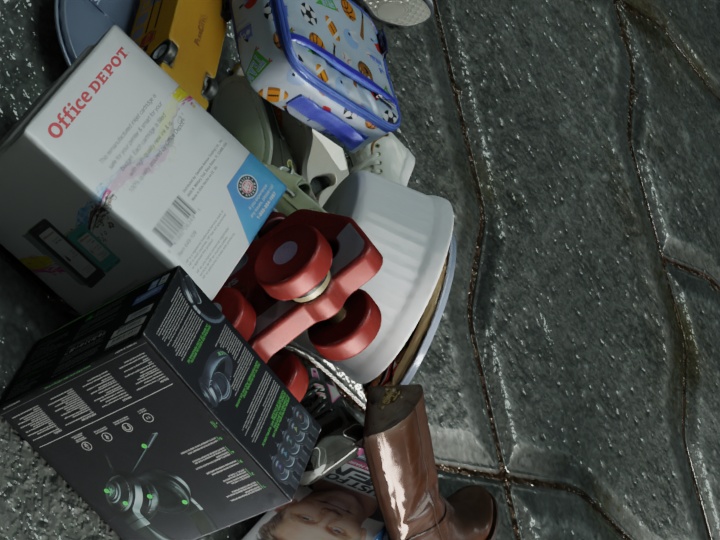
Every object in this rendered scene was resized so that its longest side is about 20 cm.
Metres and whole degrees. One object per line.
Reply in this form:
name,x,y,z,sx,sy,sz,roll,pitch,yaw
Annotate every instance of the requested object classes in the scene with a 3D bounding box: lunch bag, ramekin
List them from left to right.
lunch bag,-0.039,-0.203,1.621,0.200,0.075,0.161,26,42,-49
ramekin,0.000,0.000,1.646,0.097,0.201,0.201,27,43,-13

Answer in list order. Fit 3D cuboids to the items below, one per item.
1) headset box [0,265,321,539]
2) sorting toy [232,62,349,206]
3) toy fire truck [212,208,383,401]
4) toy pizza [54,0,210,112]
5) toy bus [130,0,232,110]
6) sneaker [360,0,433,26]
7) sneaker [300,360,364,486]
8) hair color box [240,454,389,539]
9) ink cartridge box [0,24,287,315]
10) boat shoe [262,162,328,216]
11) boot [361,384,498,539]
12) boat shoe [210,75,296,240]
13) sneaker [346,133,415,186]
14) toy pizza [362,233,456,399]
headset box,-0.155,0.123,1.352,0.200,0.174,0.093,50,35,-21
sorting toy,-0.061,-0.135,1.757,0.181,0.106,0.200,64,21,-23
toy fire truck,-0.084,0.019,1.451,0.112,0.200,0.168,50,1,-39
toy pizza,-0.220,-0.206,1.610,0.200,0.032,0.201,32,46,-40
toy bus,-0.171,-0.221,1.575,0.065,0.078,0.201,41,40,-34
sneaker,0.015,-0.395,2.062,0.202,0.077,0.147,27,50,-43
sneaker,-0.047,0.133,1.543,0.087,0.080,0.200,60,-7,-10
hair color box,-0.024,0.235,1.527,0.200,0.100,0.061,-44,148,-57
ink cartridge box,-0.199,-0.065,1.395,0.200,0.146,0.147,44,50,-14
boat shoe,-0.073,-0.062,1.570,0.200,0.062,0.072,48,-2,24
boot,0.062,0.173,1.521,0.186,0.064,0.201,-49,129,-57
boat shoe,-0.097,-0.096,1.651,0.060,0.072,0.203,-31,117,-52
sneaker,0.008,-0.098,1.851,0.085,0.073,0.200,51,23,-23
toy pizza,0.041,0.043,1.698,0.032,0.200,0.201,22,45,-12
